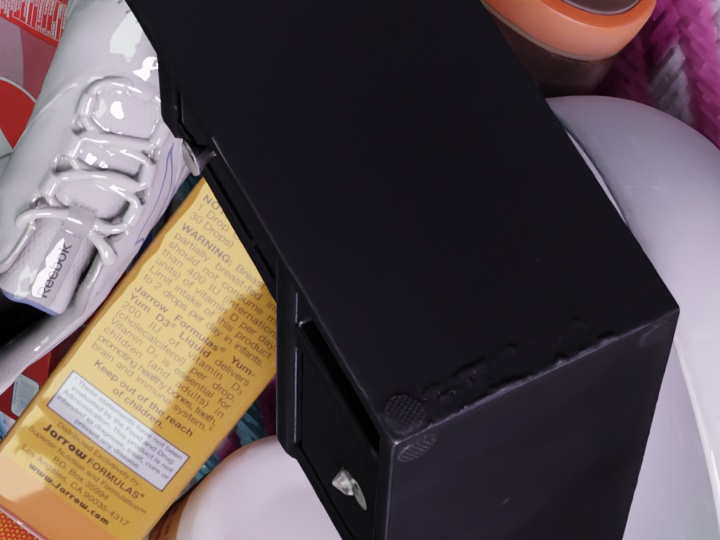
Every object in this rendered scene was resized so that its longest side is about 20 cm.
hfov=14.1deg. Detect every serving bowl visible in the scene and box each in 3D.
[{"bbox_3d":[0.105,0.037,0.919,0.200,0.066,0.201,165,90,-79],"label":"serving bowl"}]

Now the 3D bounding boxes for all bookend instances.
[{"bbox_3d":[0.000,0.000,0.900,0.200,0.092,0.199,59,164,25],"label":"bookend"}]

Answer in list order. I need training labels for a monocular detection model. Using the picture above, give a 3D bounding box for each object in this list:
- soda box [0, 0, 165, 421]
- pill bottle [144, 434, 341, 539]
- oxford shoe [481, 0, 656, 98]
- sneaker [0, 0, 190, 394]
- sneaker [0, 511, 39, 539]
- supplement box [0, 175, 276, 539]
[{"bbox_3d":[-0.112,-0.041,1.087,0.063,0.070,0.200,31,132,21],"label":"soda box"},{"bbox_3d":[-0.059,0.155,1.134,0.114,0.114,0.200,50,136,3],"label":"pill bottle"},{"bbox_3d":[0.001,-0.123,0.946,0.200,0.071,0.073,43,140,10],"label":"oxford shoe"},{"bbox_3d":[-0.087,-0.032,0.983,0.074,0.087,0.200,25,124,-11],"label":"sneaker"},{"bbox_3d":[-0.193,0.076,1.230,0.200,0.073,0.077,25,119,23],"label":"sneaker"},{"bbox_3d":[-0.054,0.016,1.033,0.069,0.067,0.200,36,118,-2],"label":"supplement box"}]
